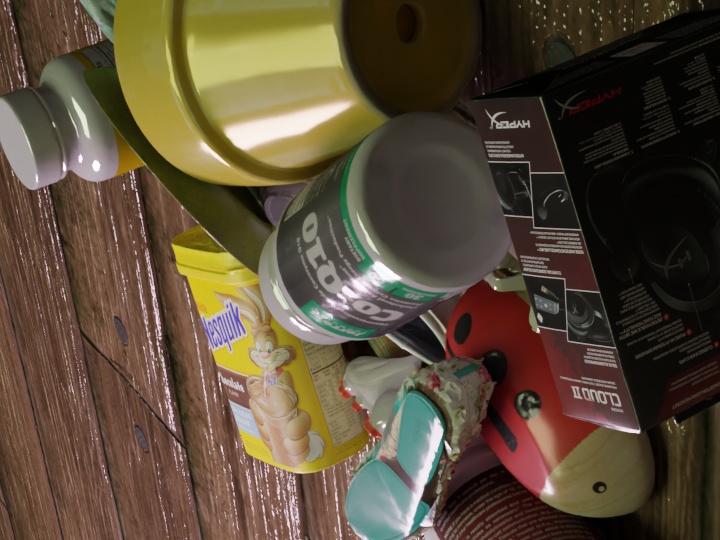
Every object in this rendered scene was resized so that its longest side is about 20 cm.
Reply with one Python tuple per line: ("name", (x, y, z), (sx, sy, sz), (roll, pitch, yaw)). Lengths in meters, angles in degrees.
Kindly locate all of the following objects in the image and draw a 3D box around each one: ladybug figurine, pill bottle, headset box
("ladybug figurine", (0.119, 0.085, 1.234), (0.200, 0.072, 0.136), (54, 154, 27))
("pill bottle", (0.113, 0.200, 1.281), (0.200, 0.112, 0.113), (-122, 22, -47))
("headset box", (0.161, -0.020, 0.957), (0.077, 0.148, 0.201), (9, 120, 63))
("pill bottle", (-0.201, -0.141, 1.540), (0.111, 0.199, 0.112), (46, 149, 39))
("pill bottle", (0.010, -0.019, 1.174), (0.114, 0.113, 0.200), (64, 154, 5))

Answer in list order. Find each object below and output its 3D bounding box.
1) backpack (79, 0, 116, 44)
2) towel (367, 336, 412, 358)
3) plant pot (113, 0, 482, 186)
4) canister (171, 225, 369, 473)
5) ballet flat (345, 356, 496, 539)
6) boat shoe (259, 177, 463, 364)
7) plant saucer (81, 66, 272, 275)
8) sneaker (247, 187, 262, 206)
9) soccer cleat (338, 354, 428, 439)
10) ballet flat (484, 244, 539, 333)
("backpack", (-0.124, -0.196, 1.350), (0.167, 0.127, 0.200), (39, 177, 39))
("towel", (0.042, 0.052, 1.429), (0.200, 0.022, 0.147), (57, 154, 22))
("plant pot", (-0.029, -0.156, 1.204), (0.188, 0.200, 0.202), (3, 115, 46))
("canister", (-0.074, 0.059, 1.534), (0.148, 0.086, 0.201), (10, 121, 61))
("ballet flat", (0.046, 0.125, 1.246), (0.076, 0.064, 0.200), (47, 145, 14))
("boat shoe", (0.000, 0.000, 1.327), (0.200, 0.069, 0.072), (40, 138, 5))
("plant saucer", (-0.126, -0.080, 1.344), (0.200, 0.031, 0.200), (50, -176, -5))
("sneaker", (-0.058, -0.102, 1.429), (0.200, 0.075, 0.107), (-1, 108, 61))
("soccer cleat", (0.035, 0.094, 1.386), (0.069, 0.078, 0.200), (49, 178, -11))
("ballet flat", (0.121, 0.009, 1.168), (0.200, 0.065, 0.071), (44, 147, 41))
